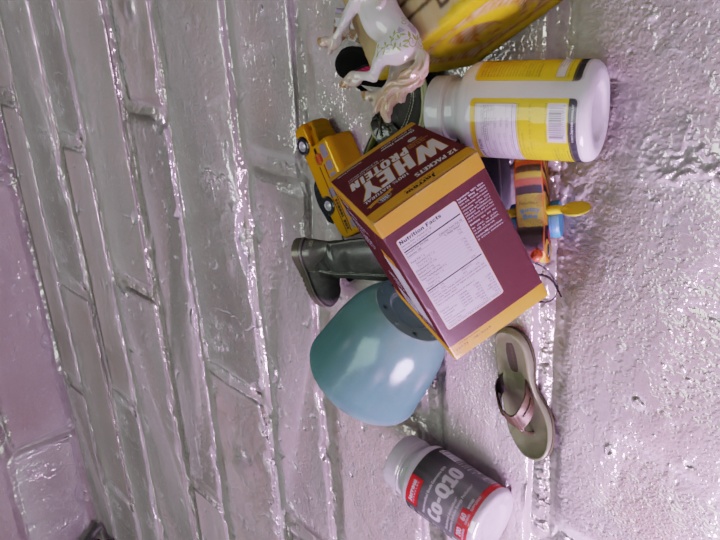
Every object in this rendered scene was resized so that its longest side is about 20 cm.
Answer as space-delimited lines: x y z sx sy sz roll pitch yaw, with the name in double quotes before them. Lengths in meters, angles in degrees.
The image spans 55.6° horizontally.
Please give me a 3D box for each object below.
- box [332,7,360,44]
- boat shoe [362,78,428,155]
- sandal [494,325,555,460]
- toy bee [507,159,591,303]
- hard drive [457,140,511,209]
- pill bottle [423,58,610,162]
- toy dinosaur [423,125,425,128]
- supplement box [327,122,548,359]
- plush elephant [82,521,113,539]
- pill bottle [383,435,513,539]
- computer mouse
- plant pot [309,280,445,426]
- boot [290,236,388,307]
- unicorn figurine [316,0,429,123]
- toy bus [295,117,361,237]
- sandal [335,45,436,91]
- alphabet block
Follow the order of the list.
"box" 0.039 -0.337 0.984 0.200 0.041 0.039 34 130 36
"boat shoe" 0.045 -0.200 0.977 0.201 0.065 0.072 115 149 -62
"sandal" 0.224 0.182 0.993 0.080 0.057 0.203 -9 100 50
"toy bee" 0.222 -0.053 0.845 0.130 0.109 0.201 -26 92 26
"hard drive" 0.148 -0.139 0.946 0.134 0.042 0.202 8 112 47
"pill bottle" 0.180 -0.188 0.801 0.199 0.112 0.113 9 114 30
"toy dinosaur" 0.063 -0.111 0.978 0.134 0.086 0.200 6 155 19
"supplement box" 0.086 -0.044 0.818 0.201 0.132 0.197 57 177 -26
"plush elephant" -1.151 1.241 2.973 0.164 0.200 0.156 22 141 33
"pill bottle" 0.139 0.362 1.126 0.199 0.113 0.115 25 124 40
"computer mouse" -0.045 -0.075 1.204 0.058 0.034 0.202 -7 102 49
"plant pot" 0.043 0.113 1.072 0.201 0.200 0.161 49 127 22
"boot" 0.000 0.002 1.145 0.198 0.073 0.182 -3 146 20
"unicorn figurine" 0.011 -0.273 0.733 0.200 0.074 0.137 51 130 -1
"toy bus" -0.033 -0.157 1.126 0.078 0.065 0.201 -25 88 51
"sandal" 0.029 -0.278 0.995 0.199 0.045 0.075 27 166 37
"alphabet block" 0.098 -0.363 0.788 0.196 0.195 0.201 -24 87 52
